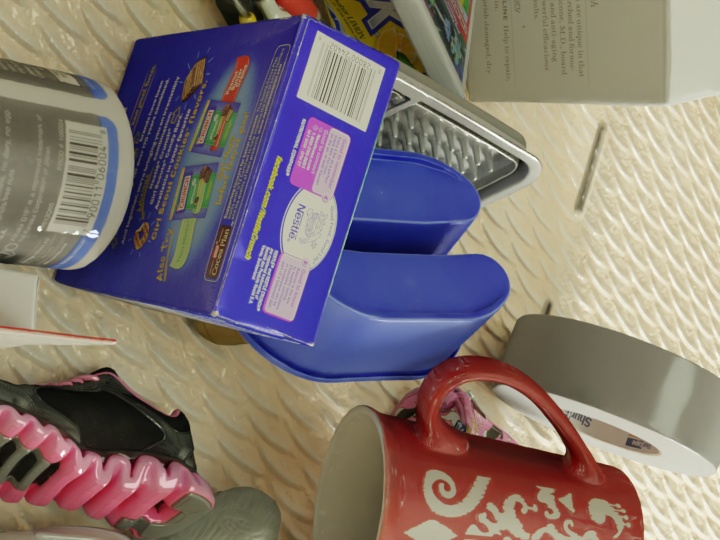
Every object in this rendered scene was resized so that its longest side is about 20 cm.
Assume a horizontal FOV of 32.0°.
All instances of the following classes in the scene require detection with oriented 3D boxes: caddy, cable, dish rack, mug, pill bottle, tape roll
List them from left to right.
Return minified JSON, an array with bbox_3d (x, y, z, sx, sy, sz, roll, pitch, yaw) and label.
[{"bbox_3d":[-0.233,-0.065,0.671,0.199,0.113,0.115,8,92,-44],"label":"pill bottle"},{"bbox_3d":[-0.075,-0.197,0.817,0.098,0.050,0.200,-64,150,-19],"label":"cable"},{"bbox_3d":[0.000,0.000,0.833,0.199,0.105,0.142,2,58,-35],"label":"caddy"},{"bbox_3d":[0.011,-0.086,0.880,0.199,0.171,0.044,23,53,-42],"label":"dish rack"},{"bbox_3d":[0.090,0.162,0.845,0.199,0.178,0.134,13,48,-19],"label":"mug"},{"bbox_3d":[0.214,0.107,1.064,0.200,0.200,0.067,33,74,-41],"label":"tape roll"}]

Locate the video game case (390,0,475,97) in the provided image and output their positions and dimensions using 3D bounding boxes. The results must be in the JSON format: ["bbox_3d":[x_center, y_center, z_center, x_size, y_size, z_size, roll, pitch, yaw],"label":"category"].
[{"bbox_3d":[0.038,-0.250,0.869,0.200,0.023,0.183,58,32,-44],"label":"video game case"}]

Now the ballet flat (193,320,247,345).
[{"bbox_3d":[-0.028,0.024,0.914,0.199,0.063,0.069,-13,104,-42],"label":"ballet flat"}]

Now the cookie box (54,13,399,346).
[{"bbox_3d":[-0.086,-0.055,0.748,0.075,0.199,0.172,22,82,-37],"label":"cookie box"}]

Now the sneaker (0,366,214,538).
[{"bbox_3d":[-0.179,0.098,0.785,0.200,0.079,0.096,31,38,-39],"label":"sneaker"}]

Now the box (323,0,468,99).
[{"bbox_3d":[0.016,-0.196,0.906,0.070,0.064,0.201,-61,136,-54],"label":"box"}]

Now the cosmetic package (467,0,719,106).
[{"bbox_3d":[0.207,-0.224,1.003,0.167,0.199,0.168,-16,108,-42],"label":"cosmetic package"}]

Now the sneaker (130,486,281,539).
[{"bbox_3d":[-0.142,0.207,0.838,0.199,0.072,0.073,-19,150,-31],"label":"sneaker"}]

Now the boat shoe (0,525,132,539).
[{"bbox_3d":[-0.216,0.182,0.729,0.199,0.066,0.072,2,65,-29],"label":"boat shoe"}]

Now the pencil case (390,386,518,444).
[{"bbox_3d":[0.104,0.172,1.053,0.200,0.086,0.083,41,37,-40],"label":"pencil case"}]

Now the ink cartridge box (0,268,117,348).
[{"bbox_3d":[-0.249,0.010,0.622,0.199,0.176,0.045,11,77,-44],"label":"ink cartridge box"}]
